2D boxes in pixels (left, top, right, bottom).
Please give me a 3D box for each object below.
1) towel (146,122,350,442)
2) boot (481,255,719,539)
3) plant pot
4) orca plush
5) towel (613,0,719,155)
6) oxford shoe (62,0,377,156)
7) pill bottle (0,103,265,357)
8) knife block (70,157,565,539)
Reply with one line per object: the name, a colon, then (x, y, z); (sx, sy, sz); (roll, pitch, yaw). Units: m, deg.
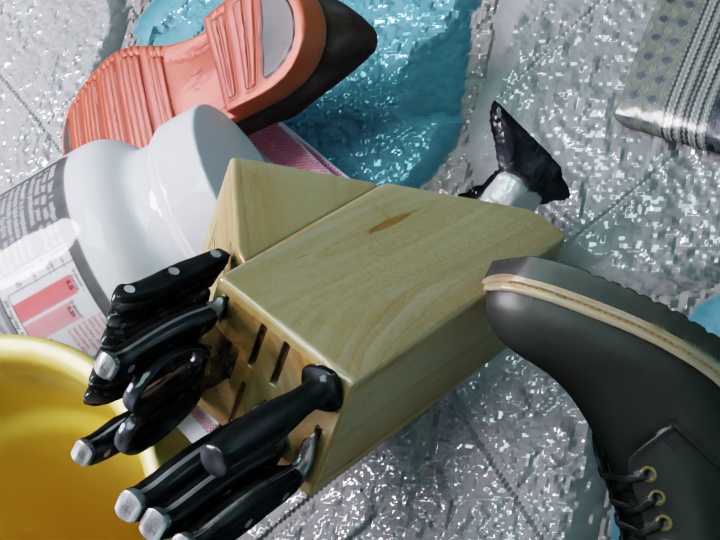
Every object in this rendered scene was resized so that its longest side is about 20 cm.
towel: (-0.085, 0.015, 0.914); (0.200, 0.030, 0.146); (-47, 55, -3)
boot: (0.110, 0.097, 0.699); (0.139, 0.199, 0.077); (-60, 13, -9)
plant pot: (-0.126, 0.156, 0.764); (0.199, 0.189, 0.203); (-11, 60, 20)
orca plush: (0.000, 0.000, 0.833); (0.201, 0.105, 0.071); (-52, 51, 4)
towel: (0.239, -0.133, 0.846); (0.191, 0.035, 0.202); (17, 75, 33)
oxford shoe: (-0.076, -0.085, 0.916); (0.199, 0.072, 0.072); (-18, 76, 40)
pill bottle: (-0.136, 0.009, 0.856); (0.199, 0.116, 0.117); (-28, 56, 16)
knife block: (-0.009, 0.041, 0.689); (0.198, 0.064, 0.177); (9, 41, -16)
